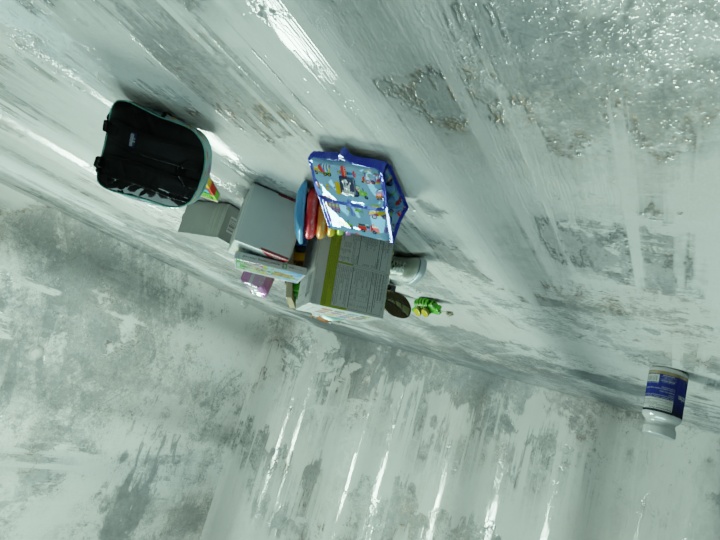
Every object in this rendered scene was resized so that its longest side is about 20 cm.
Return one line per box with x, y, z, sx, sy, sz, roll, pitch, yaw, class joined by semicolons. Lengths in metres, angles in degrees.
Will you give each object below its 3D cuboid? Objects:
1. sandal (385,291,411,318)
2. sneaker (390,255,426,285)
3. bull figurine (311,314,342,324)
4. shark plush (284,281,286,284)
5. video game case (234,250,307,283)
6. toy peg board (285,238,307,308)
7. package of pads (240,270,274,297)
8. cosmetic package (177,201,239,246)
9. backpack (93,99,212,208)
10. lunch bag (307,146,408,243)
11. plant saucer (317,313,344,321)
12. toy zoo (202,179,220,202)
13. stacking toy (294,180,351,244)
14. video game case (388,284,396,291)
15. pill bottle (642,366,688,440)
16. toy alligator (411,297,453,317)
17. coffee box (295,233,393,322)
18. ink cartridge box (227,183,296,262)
0.091;0.111;2.010;0.194;0.085;0.054;14;-176;12;sandal
0.107;-0.004;1.497;0.069;0.075;0.199;19;169;-21;sneaker
-0.180;0.246;3.000;0.119;0.067;0.198;22;170;-32;bull figurine
-0.259;0.017;2.093;0.088;0.086;0.200;19;168;-6;shark plush
-0.234;-0.005;1.434;0.176;0.023;0.200;14;170;-11;video game case
-0.164;-0.003;1.656;0.094;0.207;0.200;2;168;-4;toy peg board
-0.274;-0.033;1.635;0.074;0.205;0.121;21;165;5;package of pads
-0.437;-0.138;1.647;0.196;0.110;0.090;10;167;40;cosmetic package
-0.389;-0.216;1.097;0.194;0.182;0.153;17;-175;-1;backpack
-0.005;-0.156;1.036;0.146;0.096;0.202;14;154;22;lunch bag
-0.065;0.057;1.729;0.195;0.205;0.028;11;154;26;plant saucer
-0.440;-0.236;1.434;0.127;0.021;0.200;19;168;1;toy zoo
-0.045;-0.117;1.227;0.193;0.120;0.110;5;163;-4;stacking toy
-0.002;0.033;1.842;0.194;0.026;0.180;12;178;26;video game case
0.944;0.413;1.743;0.112;0.206;0.116;16;168;3;pill bottle
0.236;0.120;1.893;0.197;0.059;0.056;1;119;54;toy alligator
-0.042;0.011;1.435;0.191;0.207;0.199;12;170;-15;coffee box
-0.241;-0.103;1.412;0.141;0.149;0.199;19;169;-15;ink cartridge box
